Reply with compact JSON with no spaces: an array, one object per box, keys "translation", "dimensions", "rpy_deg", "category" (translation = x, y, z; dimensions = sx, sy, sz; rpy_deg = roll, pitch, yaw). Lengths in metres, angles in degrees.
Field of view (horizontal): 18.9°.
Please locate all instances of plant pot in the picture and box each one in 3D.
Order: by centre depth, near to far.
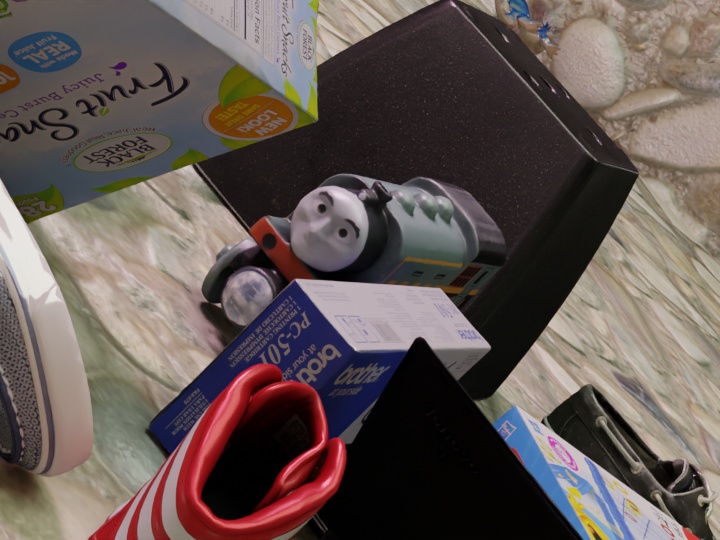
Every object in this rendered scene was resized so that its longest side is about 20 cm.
[{"translation":[0.053,-0.051,1.320],"dimensions":[0.200,0.177,0.200],"rpy_deg":[50,13,13],"category":"plant pot"}]

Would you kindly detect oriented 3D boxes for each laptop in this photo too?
[{"translation":[0.078,0.144,0.949],"dimensions":[0.187,0.116,0.200],"rpy_deg":[52,14,21],"category":"laptop"}]

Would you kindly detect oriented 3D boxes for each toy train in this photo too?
[{"translation":[0.000,0.000,1.127],"dimensions":[0.085,0.114,0.200],"rpy_deg":[50,15,19],"category":"toy train"}]

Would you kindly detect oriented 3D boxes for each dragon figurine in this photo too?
[{"translation":[0.204,-0.326,2.865],"dimensions":[0.200,0.059,0.100],"rpy_deg":[34,17,-44],"category":"dragon figurine"}]

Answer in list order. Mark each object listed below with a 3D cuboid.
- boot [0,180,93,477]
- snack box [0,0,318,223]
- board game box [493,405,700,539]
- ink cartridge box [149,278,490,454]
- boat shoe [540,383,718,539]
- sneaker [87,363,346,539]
[{"translation":[-0.171,-0.009,0.763],"dimensions":[0.073,0.090,0.201],"rpy_deg":[-25,-92,60],"category":"boot"},{"translation":[-0.139,-0.103,0.879],"dimensions":[0.200,0.168,0.068],"rpy_deg":[30,51,-47],"category":"snack box"},{"translation":[0.157,0.193,1.179],"dimensions":[0.200,0.056,0.196],"rpy_deg":[36,16,-37],"category":"board game box"},{"translation":[-0.013,0.052,0.987],"dimensions":[0.044,0.094,0.200],"rpy_deg":[49,14,14],"category":"ink cartridge box"},{"translation":[0.196,0.155,1.397],"dimensions":[0.200,0.064,0.071],"rpy_deg":[43,14,-15],"category":"boat shoe"},{"translation":[-0.038,0.087,0.755],"dimensions":[0.078,0.116,0.200],"rpy_deg":[46,13,-1],"category":"sneaker"}]
